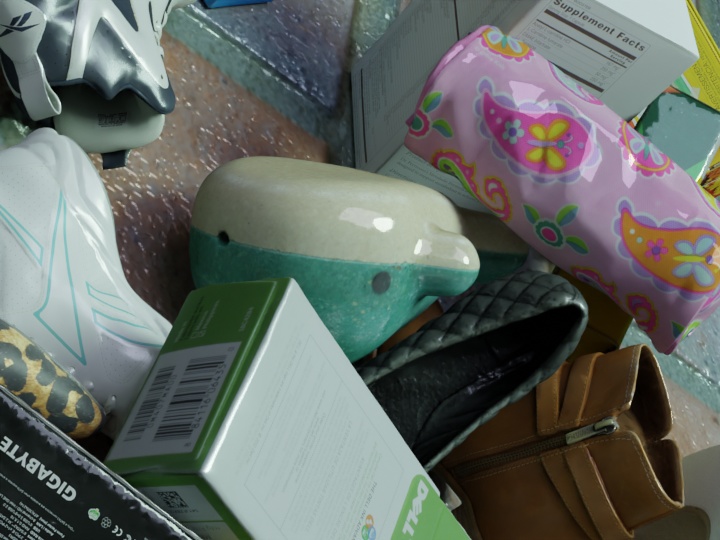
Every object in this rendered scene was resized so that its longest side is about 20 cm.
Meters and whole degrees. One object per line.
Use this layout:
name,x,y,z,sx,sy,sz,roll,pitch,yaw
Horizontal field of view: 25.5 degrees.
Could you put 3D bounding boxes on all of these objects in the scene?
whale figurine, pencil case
whale figurine,0.000,0.000,0.845,0.199,0.158,0.105,2,100,-46
pencil case,0.114,-0.046,0.855,0.199,0.088,0.087,38,35,9

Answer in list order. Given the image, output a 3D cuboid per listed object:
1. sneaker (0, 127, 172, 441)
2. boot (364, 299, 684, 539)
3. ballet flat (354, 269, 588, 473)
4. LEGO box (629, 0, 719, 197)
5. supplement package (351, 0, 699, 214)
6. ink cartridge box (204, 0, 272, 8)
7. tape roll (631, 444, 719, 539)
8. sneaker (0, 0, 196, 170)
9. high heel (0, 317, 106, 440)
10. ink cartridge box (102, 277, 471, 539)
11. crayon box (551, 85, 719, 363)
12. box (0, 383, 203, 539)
sneaker,-0.129,0.035,0.726,0.080,0.070,0.201,-26,79,-37
boot,0.088,0.070,0.849,0.073,0.154,0.202,14,52,-47
ballet flat,0.028,0.066,0.788,0.067,0.200,0.057,51,-9,-6
LEGO box,0.174,-0.130,1.108,0.202,0.148,0.077,64,13,15
supplement package,0.094,-0.126,0.973,0.109,0.200,0.115,21,46,-27
ink cartridge box,-0.040,-0.263,0.946,0.067,0.200,0.117,-17,74,-52
tape roll,0.144,0.168,0.795,0.037,0.202,0.203,47,36,-8
sneaker,-0.130,-0.117,0.840,0.199,0.079,0.131,-12,89,-74
high heel,-0.196,0.070,0.597,0.198,0.072,0.143,18,40,-17
ink cartridge box,-0.022,0.111,0.697,0.201,0.059,0.104,56,41,-33
crayon box,0.144,0.001,0.954,0.050,0.127,0.201,29,65,4
box,-0.110,0.163,0.584,0.200,0.049,0.160,40,71,-17
